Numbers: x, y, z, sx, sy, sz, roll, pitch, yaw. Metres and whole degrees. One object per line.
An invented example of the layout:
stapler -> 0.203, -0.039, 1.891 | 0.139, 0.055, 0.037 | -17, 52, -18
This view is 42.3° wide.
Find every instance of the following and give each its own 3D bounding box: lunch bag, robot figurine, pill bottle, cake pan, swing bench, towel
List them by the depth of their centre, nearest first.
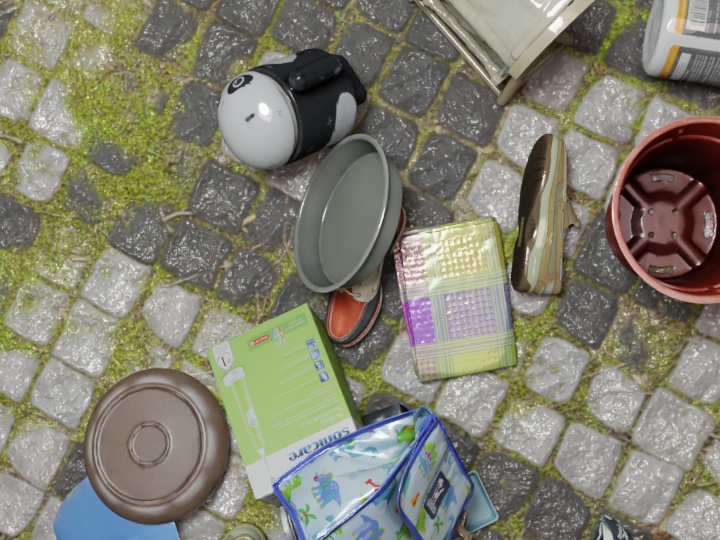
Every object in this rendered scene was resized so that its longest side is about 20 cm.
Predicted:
lunch bag -> 0.030, 0.263, 1.065 | 0.199, 0.171, 0.128 | -36, 44, -6
swing bench -> 0.160, -0.331, 1.124 | 0.130, 0.200, 0.199 | -42, 85, 3
pill bottle -> 0.457, -0.283, 1.141 | 0.197, 0.116, 0.118 | 10, 89, 4
cake pan -> -0.015, -0.067, 1.151 | 0.036, 0.199, 0.203 | 17, 90, -32
robot figurine -> -0.085, -0.204, 1.155 | 0.124, 0.199, 0.152 | 29, 132, 33
towel -> 0.123, 0.034, 1.206 | 0.141, 0.023, 0.203 | -10, 88, 5

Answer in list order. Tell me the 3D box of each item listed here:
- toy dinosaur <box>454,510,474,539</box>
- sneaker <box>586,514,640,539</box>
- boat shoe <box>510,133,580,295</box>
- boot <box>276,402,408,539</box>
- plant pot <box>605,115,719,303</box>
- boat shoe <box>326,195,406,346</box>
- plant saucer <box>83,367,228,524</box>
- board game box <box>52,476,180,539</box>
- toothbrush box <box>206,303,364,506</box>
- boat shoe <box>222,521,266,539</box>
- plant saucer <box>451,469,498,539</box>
toy dinosaur -> 0.061, 0.334, 1.159 | 0.134, 0.086, 0.202 | 17, 79, 25
sneaker -> 0.351, 0.352, 1.148 | 0.197, 0.079, 0.131 | -24, 95, 14
boat shoe -> 0.243, -0.069, 1.184 | 0.075, 0.072, 0.203 | 8, 96, -9
boot -> -0.008, 0.279, 1.191 | 0.198, 0.066, 0.167 | -20, 85, 0
plant pot -> 0.380, -0.063, 1.100 | 0.198, 0.195, 0.204 | 0, 88, 5
boat shoe -> 0.000, 0.000, 1.188 | 0.071, 0.062, 0.202 | 24, 95, 21
plant saucer -> -0.271, 0.226, 1.212 | 0.197, 0.032, 0.203 | -1, 76, 5
board game box -> -0.310, 0.361, 1.224 | 0.156, 0.039, 0.202 | -22, 76, 2
toothbrush box -> -0.086, 0.167, 1.159 | 0.144, 0.086, 0.202 | -26, 66, 4
boat shoe -> -0.194, 0.417, 1.200 | 0.073, 0.063, 0.201 | 39, 94, 4
plant saucer -> 0.076, 0.332, 1.204 | 0.198, 0.019, 0.071 | -27, 86, 4
